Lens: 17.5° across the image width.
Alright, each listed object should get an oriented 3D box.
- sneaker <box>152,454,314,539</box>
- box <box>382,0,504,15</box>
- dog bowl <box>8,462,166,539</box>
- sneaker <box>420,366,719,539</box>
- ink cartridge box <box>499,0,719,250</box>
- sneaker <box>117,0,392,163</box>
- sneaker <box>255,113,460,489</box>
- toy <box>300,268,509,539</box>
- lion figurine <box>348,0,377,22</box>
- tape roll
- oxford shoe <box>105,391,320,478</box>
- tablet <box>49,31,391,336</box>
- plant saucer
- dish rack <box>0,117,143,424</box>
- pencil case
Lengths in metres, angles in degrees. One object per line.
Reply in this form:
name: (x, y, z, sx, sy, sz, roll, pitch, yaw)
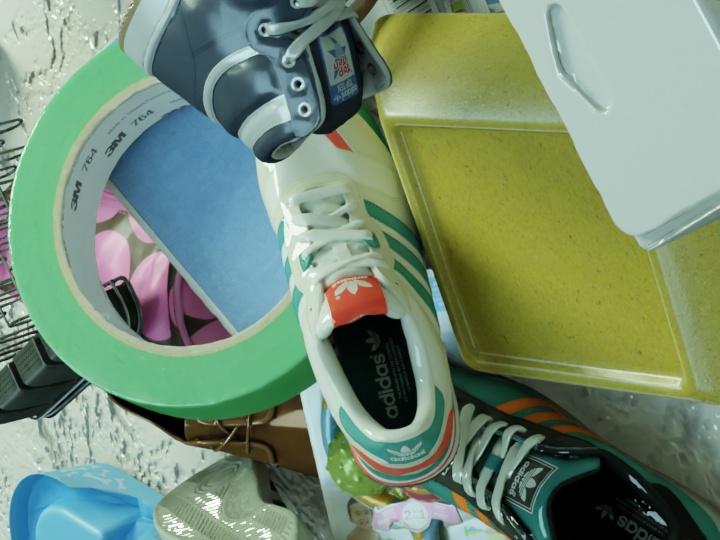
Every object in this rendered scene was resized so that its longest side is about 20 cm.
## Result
sneaker: (-0.058, 0.165, 1.302, 0.085, 0.075, 0.200, 59, 174, -18)
box: (0.073, -0.184, 1.065, 0.200, 0.041, 0.157, -28, 86, 50)
dog bowl: (-0.138, 0.188, 1.448, 0.199, 0.049, 0.112, 25, 124, 37)
sneaker: (0.083, 0.096, 1.122, 0.199, 0.080, 0.072, 24, 90, 22)
ink cartridge box: (0.157, -0.112, 0.888, 0.084, 0.199, 0.145, -34, 83, 49)
sneaker: (-0.023, -0.132, 0.988, 0.108, 0.070, 0.200, 44, 133, 12)
sneaker: (0.000, 0.001, 1.091, 0.093, 0.070, 0.201, 77, 176, -79)
toy: (0.023, 0.105, 1.216, 0.114, 0.047, 0.201, -8, 105, 22)
lion figurine: (-0.031, -0.184, 1.088, 0.072, 0.122, 0.201, 35, 151, 63)
tape roll: (-0.080, -0.027, 1.193, 0.199, 0.048, 0.202, -3, 79, 15)
oxford shoe: (-0.057, 0.085, 1.297, 0.199, 0.071, 0.072, 13, 115, 33)
tablet: (-0.064, -0.061, 1.230, 0.130, 0.014, 0.200, -43, 70, 5)
plant saucer: (0.094, -0.019, 1.075, 0.199, 0.048, 0.201, 5, 125, 43)
dish rack: (-0.212, -0.020, 1.309, 0.153, 0.054, 0.201, -39, 76, 50)
pencil case: (-0.134, -0.010, 1.327, 0.199, 0.091, 0.094, 14, 134, 44)
